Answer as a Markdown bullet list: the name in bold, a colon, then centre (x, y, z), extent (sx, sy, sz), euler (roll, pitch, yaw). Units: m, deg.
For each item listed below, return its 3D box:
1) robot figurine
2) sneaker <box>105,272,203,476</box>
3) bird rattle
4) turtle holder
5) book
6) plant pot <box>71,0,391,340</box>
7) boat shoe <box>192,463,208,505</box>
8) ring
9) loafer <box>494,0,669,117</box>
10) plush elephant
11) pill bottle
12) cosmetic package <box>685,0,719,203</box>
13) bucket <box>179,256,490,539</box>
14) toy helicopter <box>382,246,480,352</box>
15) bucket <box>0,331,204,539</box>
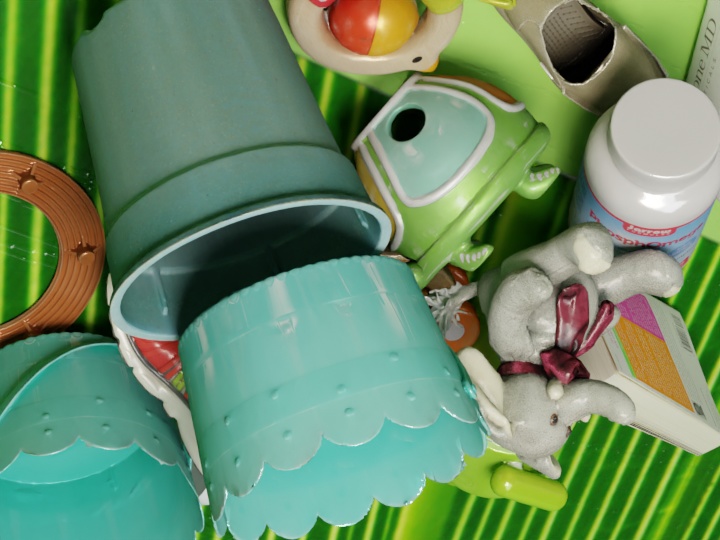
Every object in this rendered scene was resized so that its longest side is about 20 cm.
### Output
- **robot figurine**: centre (0.119, 0.114, 1.782), extent (0.115, 0.176, 0.200), euler (3, 150, -9)
- **sneaker**: centre (-0.115, 0.069, 1.628), extent (0.085, 0.077, 0.200), euler (-30, 98, 26)
- **bird rattle**: centre (0.009, -0.198, 1.544), extent (0.199, 0.113, 0.163), euler (-4, 142, -16)
- **turtle holder**: centre (0.053, -0.065, 1.635), extent (0.132, 0.141, 0.186), euler (42, 114, -2)
- **book**: centre (0.226, 0.065, 1.776), extent (0.048, 0.134, 0.200), euler (-32, 145, 25)
- **plant pot**: centre (-0.104, -0.082, 1.486), extent (0.200, 0.196, 0.200), euler (-18, 158, -7)
- **boat shoe**: centre (-0.066, 0.117, 1.767), extent (0.091, 0.071, 0.200), euler (13, 125, -32)
- **ring**: centre (-0.289, -0.002, 1.614), extent (0.200, 0.019, 0.201), euler (-12, 128, -15)
- **loafer**: centre (0.175, -0.164, 1.653), extent (0.076, 0.068, 0.200), euler (-45, 129, 13)
- **plush elephant**: centre (0.141, 0.069, 1.604), extent (0.200, 0.155, 0.165), euler (-17, 163, 21)
- **pill bottle**: centre (0.223, -0.069, 1.664), extent (0.109, 0.109, 0.200), euler (-20, 161, -7)
- **cosmetic package**: centre (0.371, -0.121, 1.680), extent (0.165, 0.200, 0.165), euler (-4, 126, -21)
- **bucket**: centre (-0.024, 0.090, 1.499), extent (0.207, 0.135, 0.207), euler (-16, 159, -6)
- **toy helicopter**: centre (0.000, 0.000, 1.715), extent (0.132, 0.079, 0.200), euler (-28, 120, 10)
- **bucket**: centre (-0.226, 0.155, 1.663), extent (0.207, 0.135, 0.207), euler (-9, 136, -9)
